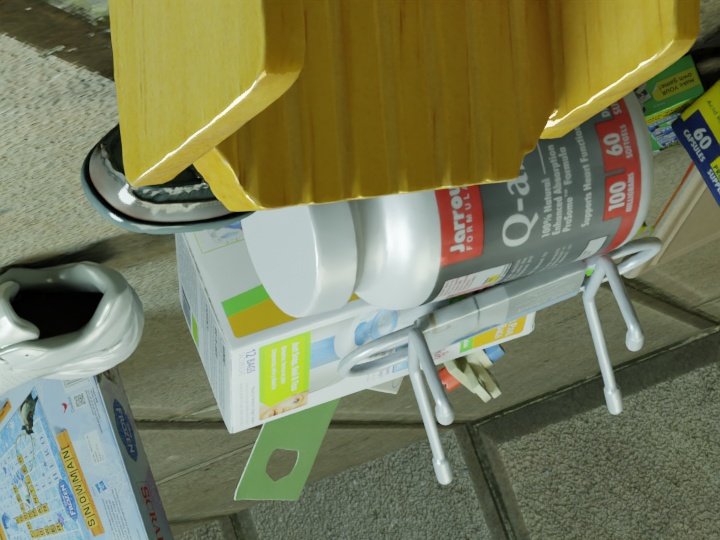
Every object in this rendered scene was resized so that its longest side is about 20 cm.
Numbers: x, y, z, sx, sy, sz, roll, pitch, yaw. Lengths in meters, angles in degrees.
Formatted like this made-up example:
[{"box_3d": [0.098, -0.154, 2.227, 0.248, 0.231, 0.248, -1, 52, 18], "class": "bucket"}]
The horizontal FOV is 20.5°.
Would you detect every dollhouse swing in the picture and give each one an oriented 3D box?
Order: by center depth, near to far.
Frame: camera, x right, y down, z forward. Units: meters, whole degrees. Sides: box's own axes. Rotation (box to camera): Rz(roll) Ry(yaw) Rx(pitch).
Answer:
[{"box_3d": [0.056, -0.116, 0.570, 0.175, 0.184, 0.199, -1, -175, 44], "class": "dollhouse swing"}]

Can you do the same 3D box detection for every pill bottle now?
[{"box_3d": [0.044, -0.045, 1.041, 0.199, 0.117, 0.116, -16, 170, -25], "class": "pill bottle"}]

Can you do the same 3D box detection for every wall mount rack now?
[{"box_3d": [0.090, 0.055, 1.146, 0.198, 0.075, 0.174, -21, 166, -4], "class": "wall mount rack"}]

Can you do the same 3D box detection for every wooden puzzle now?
[{"box_3d": [0.283, -0.076, 1.401, 0.184, 0.037, 0.200, -23, 163, -23], "class": "wooden puzzle"}]

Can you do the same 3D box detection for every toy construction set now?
[{"box_3d": [0.114, 0.001, 1.435, 0.200, 0.092, 0.131, -49, 170, 5], "class": "toy construction set"}]

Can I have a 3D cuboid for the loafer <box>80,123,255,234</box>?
[{"box_3d": [-0.039, -0.075, 0.907, 0.199, 0.072, 0.063, -21, 153, -40], "class": "loafer"}]

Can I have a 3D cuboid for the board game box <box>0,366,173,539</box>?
[{"box_3d": [-0.238, 0.165, 1.384, 0.198, 0.202, 0.041, -22, 170, 18], "class": "board game box"}]

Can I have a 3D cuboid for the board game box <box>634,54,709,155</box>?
[{"box_3d": [0.134, -0.078, 1.300, 0.199, 0.029, 0.134, -22, 171, 13], "class": "board game box"}]

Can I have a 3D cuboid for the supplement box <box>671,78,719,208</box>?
[{"box_3d": [0.296, -0.101, 1.173, 0.109, 0.109, 0.200, -20, 165, -34], "class": "supplement box"}]

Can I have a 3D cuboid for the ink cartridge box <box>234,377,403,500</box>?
[{"box_3d": [-0.012, 0.074, 1.389, 0.048, 0.202, 0.145, 19, 179, 18], "class": "ink cartridge box"}]

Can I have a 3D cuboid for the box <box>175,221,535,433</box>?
[{"box_3d": [0.000, 0.000, 1.167, 0.198, 0.102, 0.113, -18, 153, -13], "class": "box"}]

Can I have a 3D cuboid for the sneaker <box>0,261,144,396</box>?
[{"box_3d": [-0.221, 0.040, 1.148, 0.199, 0.078, 0.099, -27, 165, -13], "class": "sneaker"}]
